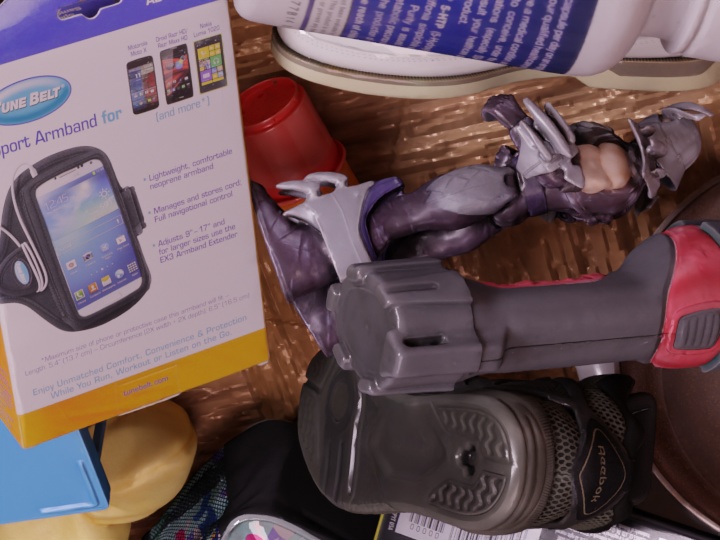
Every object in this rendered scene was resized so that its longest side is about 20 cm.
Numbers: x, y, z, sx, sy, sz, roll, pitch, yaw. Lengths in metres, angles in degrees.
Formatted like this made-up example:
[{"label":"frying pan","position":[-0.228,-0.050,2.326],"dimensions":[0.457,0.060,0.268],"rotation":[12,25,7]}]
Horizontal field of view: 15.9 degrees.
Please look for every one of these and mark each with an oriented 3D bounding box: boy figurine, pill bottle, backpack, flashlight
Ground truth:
[{"label":"boy figurine","position":[-0.167,0.119,1.291],"dimensions":[0.200,0.064,0.124],"rotation":[-33,101,23]},{"label":"pill bottle","position":[0.058,-0.137,0.975],"dimensions":[0.199,0.120,0.120],"rotation":[10,129,-6]},{"label":"backpack","position":[-0.039,0.195,1.301],"dimensions":[0.177,0.151,0.200],"rotation":[28,130,-20]},{"label":"flashlight","position":[0.082,0.014,1.070],"dimensions":[0.199,0.068,0.068],"rotation":[-3,160,-29]}]

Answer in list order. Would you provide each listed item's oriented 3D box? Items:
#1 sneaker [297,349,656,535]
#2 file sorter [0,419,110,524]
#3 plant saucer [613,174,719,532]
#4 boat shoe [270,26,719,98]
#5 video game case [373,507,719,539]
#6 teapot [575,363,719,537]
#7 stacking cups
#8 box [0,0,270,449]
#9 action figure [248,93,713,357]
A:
[{"label":"sneaker","position":[0.054,0.076,1.131],"dimensions":[0.114,0.199,0.077],"rotation":[7,90,-32]},{"label":"file sorter","position":[-0.224,0.034,1.188],"dimensions":[0.199,0.123,0.139],"rotation":[-9,127,9]},{"label":"plant saucer","position":[0.213,0.038,1.142],"dimensions":[0.199,0.201,0.032],"rotation":[-7,156,8]},{"label":"boat shoe","position":[0.061,-0.119,1.089],"dimensions":[0.199,0.075,0.069],"rotation":[-3,128,-9]},{"label":"video game case","position":[0.082,0.188,1.151],"dimensions":[0.199,0.025,0.181],"rotation":[17,92,29]},{"label":"teapot","position":[0.199,0.117,1.228],"dimensions":[0.197,0.147,0.200],"rotation":[7,162,22]},{"label":"stacking cups","position":[0.000,0.000,1.191],"dimensions":[0.060,0.061,0.200],"rotation":[-17,125,15]},{"label":"box","position":[-0.106,-0.035,1.063],"dimensions":[0.119,0.041,0.201],"rotation":[-19,121,-22]},{"label":"action figure","position":[0.058,-0.034,1.108],"dimensions":[0.199,0.070,0.130],"rotation":[-20,161,2]}]
